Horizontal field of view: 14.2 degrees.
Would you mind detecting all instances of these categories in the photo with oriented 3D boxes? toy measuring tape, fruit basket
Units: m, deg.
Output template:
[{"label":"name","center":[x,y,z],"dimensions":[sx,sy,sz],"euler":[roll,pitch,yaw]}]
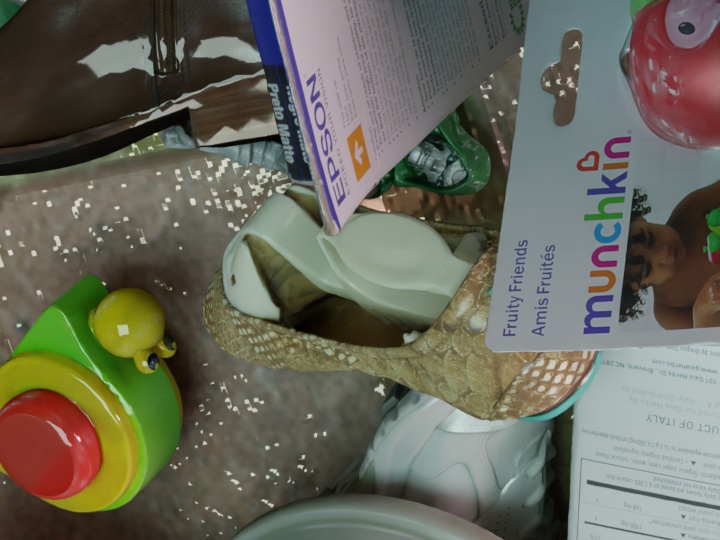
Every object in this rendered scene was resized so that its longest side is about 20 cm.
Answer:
[{"label":"toy measuring tape","center":[-0.119,0.075,1.080],"dimensions":[0.074,0.074,0.200],"euler":[42,130,1]},{"label":"fruit basket","center":[0.138,-0.065,0.852],"dimensions":[0.200,0.186,0.094],"euler":[0,152,19]}]

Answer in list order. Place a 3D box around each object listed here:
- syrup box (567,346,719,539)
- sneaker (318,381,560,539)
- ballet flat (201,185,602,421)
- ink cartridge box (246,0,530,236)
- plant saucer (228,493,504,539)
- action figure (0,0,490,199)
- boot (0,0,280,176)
[{"label":"syrup box","center":[0.116,0.085,0.975],"dimensions":[0.081,0.079,0.200],"euler":[9,115,18]},{"label":"sneaker","center":[0.044,0.080,1.014],"dimensions":[0.099,0.078,0.200],"euler":[32,130,-1]},{"label":"ballet flat","center":[0.000,0.000,0.952],"dimensions":[0.200,0.071,0.065],"euler":[9,147,51]},{"label":"ink cartridge box","center":[-0.012,-0.133,0.861],"dimensions":[0.041,0.200,0.200],"euler":[-5,109,24]},{"label":"plant saucer","center":[0.013,0.175,0.992],"dimensions":[0.200,0.050,0.200],"euler":[15,122,26]},{"label":"action figure","center":[-0.045,-0.076,0.988],"dimensions":[0.200,0.055,0.118],"euler":[25,117,6]},{"label":"boot","center":[-0.099,-0.134,0.929],"dimensions":[0.186,0.064,0.200],"euler":[-7,91,1]}]
